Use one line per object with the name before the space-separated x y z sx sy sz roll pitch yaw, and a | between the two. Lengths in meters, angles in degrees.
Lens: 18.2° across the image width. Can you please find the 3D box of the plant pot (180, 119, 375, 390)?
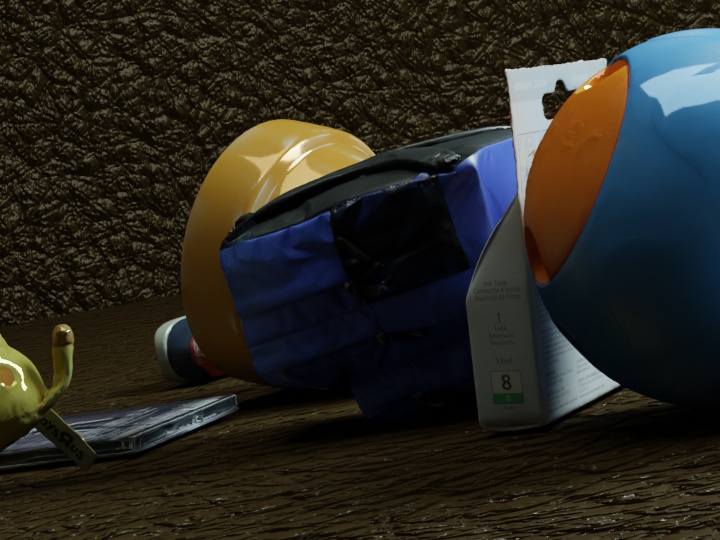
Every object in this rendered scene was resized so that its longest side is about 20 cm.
plant pot | 0.000 0.000 1.661 0.183 0.201 0.200 12 16 36

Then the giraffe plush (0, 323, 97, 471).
giraffe plush | -0.286 0.093 1.398 0.199 0.173 0.162 27 28 17

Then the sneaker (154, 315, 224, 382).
sneaker | -0.090 0.049 1.982 0.084 0.075 0.200 -10 13 37

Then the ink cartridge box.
ink cartridge box | 0.108 -0.019 1.321 0.050 0.201 0.161 -6 4 27

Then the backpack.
backpack | 0.018 0.010 1.421 0.199 0.169 0.162 -15 -1 22

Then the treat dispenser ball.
treat dispenser ball | 0.187 -0.027 1.199 0.200 0.202 0.201 -10 3 1

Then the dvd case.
dvd case | -0.207 0.119 1.593 0.199 0.016 0.149 -8 5 26
